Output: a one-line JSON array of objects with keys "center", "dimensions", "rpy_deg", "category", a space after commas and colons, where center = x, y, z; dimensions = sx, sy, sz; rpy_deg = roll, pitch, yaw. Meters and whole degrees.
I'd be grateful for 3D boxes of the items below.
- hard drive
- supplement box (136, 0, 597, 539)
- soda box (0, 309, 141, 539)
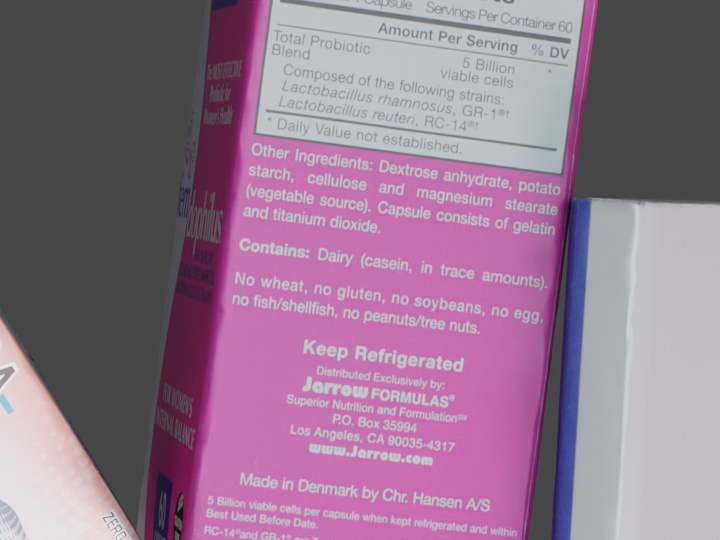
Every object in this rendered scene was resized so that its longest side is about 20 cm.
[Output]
[{"center": [0.083, 0.079, 0.846], "dimensions": [0.025, 0.132, 0.200], "rpy_deg": [4, 92, 20], "category": "hard drive"}, {"center": [0.000, 0.000, 0.835], "dimensions": [0.103, 0.101, 0.200], "rpy_deg": [8, 90, -11], "category": "supplement box"}, {"center": [-0.136, 0.015, 0.788], "dimensions": [0.068, 0.064, 0.200], "rpy_deg": [-34, 124, -8], "category": "soda box"}]
